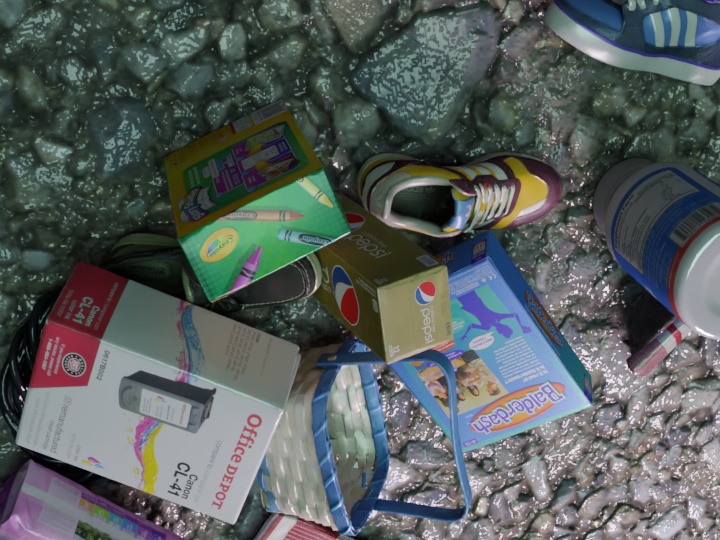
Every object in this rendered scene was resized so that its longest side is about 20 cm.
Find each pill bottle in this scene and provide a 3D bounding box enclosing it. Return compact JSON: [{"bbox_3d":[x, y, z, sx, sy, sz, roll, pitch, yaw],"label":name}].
[{"bbox_3d":[0.286,-0.031,0.969,0.110,0.200,0.114,-5,114,-11],"label":"pill bottle"}]

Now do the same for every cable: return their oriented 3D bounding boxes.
[{"bbox_3d":[-0.245,0.110,0.977,0.161,0.051,0.202,27,105,-23],"label":"cable"}]

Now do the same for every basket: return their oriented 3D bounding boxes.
[{"bbox_3d":[-0.002,0.147,0.990,0.196,0.139,0.179,3,118,23],"label":"basket"}]

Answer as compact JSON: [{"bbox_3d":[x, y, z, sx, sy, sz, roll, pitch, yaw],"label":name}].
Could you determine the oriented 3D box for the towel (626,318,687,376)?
[{"bbox_3d":[0.336,0.027,1.054,0.023,0.144,0.200,45,98,15],"label":"towel"}]

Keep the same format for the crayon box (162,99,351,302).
[{"bbox_3d":[-0.088,-0.062,0.859,0.117,0.200,0.059,-26,116,-1],"label":"crayon box"}]

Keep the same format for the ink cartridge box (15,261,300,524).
[{"bbox_3d":[-0.166,0.102,0.889,0.197,0.086,0.149,22,124,-5],"label":"ink cartridge box"}]

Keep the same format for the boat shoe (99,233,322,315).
[{"bbox_3d":[-0.131,0.010,0.910,0.197,0.066,0.073,3,121,18],"label":"boat shoe"}]

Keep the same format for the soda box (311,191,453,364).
[{"bbox_3d":[0.000,0.000,0.906,0.063,0.200,0.069,-18,117,-20],"label":"soda box"}]

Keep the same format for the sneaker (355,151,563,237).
[{"bbox_3d":[0.097,-0.061,0.969,0.196,0.090,0.076,-3,114,-13],"label":"sneaker"}]

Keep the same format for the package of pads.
[{"bbox_3d":[-0.260,0.266,1.010,0.199,0.076,0.120,34,127,-25],"label":"package of pads"}]

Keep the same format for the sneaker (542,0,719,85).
[{"bbox_3d":[0.265,-0.248,0.924,0.197,0.081,0.148,9,123,-25],"label":"sneaker"}]

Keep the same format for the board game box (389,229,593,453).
[{"bbox_3d":[0.108,0.074,1.025,0.150,0.045,0.201,-24,119,25],"label":"board game box"}]

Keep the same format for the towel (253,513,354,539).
[{"bbox_3d":[-0.043,0.338,1.138,0.198,0.023,0.145,30,104,-22],"label":"towel"}]
